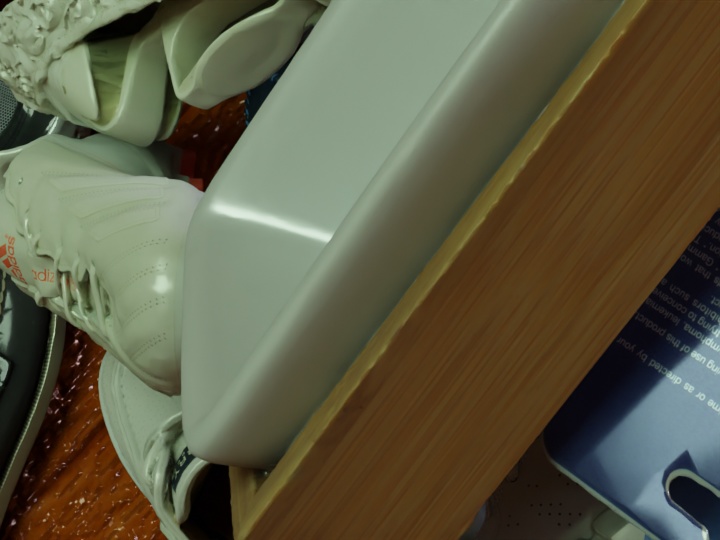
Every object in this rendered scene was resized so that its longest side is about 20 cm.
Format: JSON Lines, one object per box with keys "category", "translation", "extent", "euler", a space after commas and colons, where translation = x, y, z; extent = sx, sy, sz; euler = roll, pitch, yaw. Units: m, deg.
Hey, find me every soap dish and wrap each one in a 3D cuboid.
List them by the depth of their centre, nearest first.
{"category": "soap dish", "translation": [0.034, -0.033, 0.692], "extent": [0.200, 0.081, 0.157], "euler": [-53, 19, 20]}

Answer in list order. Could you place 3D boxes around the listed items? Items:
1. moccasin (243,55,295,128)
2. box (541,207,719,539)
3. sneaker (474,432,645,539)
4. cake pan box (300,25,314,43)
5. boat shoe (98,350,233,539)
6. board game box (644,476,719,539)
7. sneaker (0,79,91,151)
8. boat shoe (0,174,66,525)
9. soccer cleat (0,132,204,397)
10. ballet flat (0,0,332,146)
{"category": "moccasin", "translation": [0.000, 0.000, 0.842], "extent": [0.068, 0.080, 0.200], "euler": [-16, 45, -19]}
{"category": "box", "translation": [0.142, -0.007, 0.650], "extent": [0.121, 0.032, 0.200], "euler": [36, 97, 30]}
{"category": "sneaker", "translation": [0.052, 0.059, 0.758], "extent": [0.200, 0.075, 0.116], "euler": [-40, 60, 6]}
{"category": "cake pan box", "translation": [-0.018, -0.172, 0.925], "extent": [0.200, 0.052, 0.184], "euler": [17, 100, 48]}
{"category": "boat shoe", "translation": [-0.036, 0.068, 0.848], "extent": [0.071, 0.070, 0.200], "euler": [-48, 48, 5]}
{"category": "board game box", "translation": [0.172, 0.086, 0.680], "extent": [0.200, 0.039, 0.158], "euler": [-38, 77, 14]}
{"category": "sneaker", "translation": [-0.203, -0.069, 1.018], "extent": [0.200, 0.114, 0.076], "euler": [0, 66, 36]}
{"category": "boat shoe", "translation": [-0.158, 0.050, 0.940], "extent": [0.073, 0.063, 0.200], "euler": [1, 74, 35]}
{"category": "soccer cleat", "translation": [-0.085, -0.005, 0.871], "extent": [0.200, 0.078, 0.069], "euler": [-127, 40, -73]}
{"category": "ballet flat", "translation": [-0.064, -0.080, 0.879], "extent": [0.200, 0.072, 0.072], "euler": [-26, 50, 47]}
